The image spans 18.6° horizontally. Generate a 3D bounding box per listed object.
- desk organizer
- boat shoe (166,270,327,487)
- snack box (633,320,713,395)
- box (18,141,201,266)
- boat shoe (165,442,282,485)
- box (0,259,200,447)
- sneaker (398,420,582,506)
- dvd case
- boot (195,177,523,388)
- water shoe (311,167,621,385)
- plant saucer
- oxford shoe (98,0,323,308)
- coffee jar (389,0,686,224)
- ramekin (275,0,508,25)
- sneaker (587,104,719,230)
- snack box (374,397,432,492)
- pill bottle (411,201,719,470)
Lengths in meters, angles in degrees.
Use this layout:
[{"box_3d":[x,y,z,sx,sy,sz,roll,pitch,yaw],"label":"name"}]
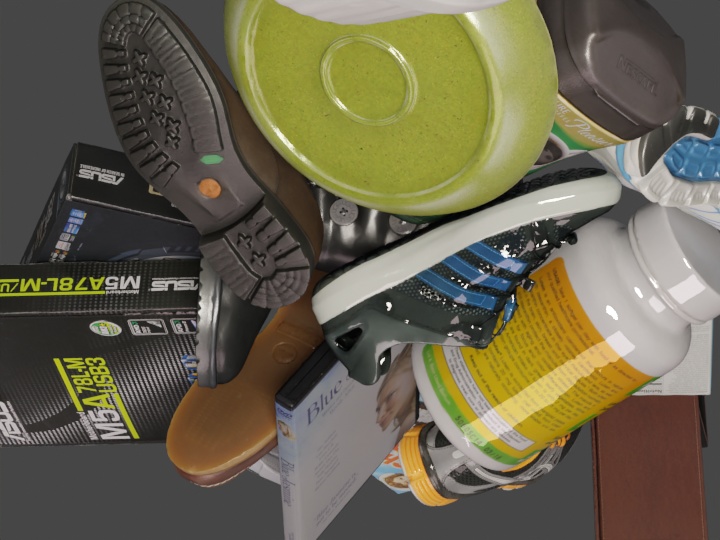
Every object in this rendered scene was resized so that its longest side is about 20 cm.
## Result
[{"box_3d":[0.206,0.141,1.549,0.077,0.200,0.072,-7,149,13],"label":"desk organizer"},{"box_3d":[-0.050,0.072,1.461,0.070,0.200,0.070,32,156,25],"label":"boat shoe"},{"box_3d":[0.140,0.034,1.501,0.200,0.037,0.116,0,133,6],"label":"snack box"},{"box_3d":[-0.141,-0.004,1.483,0.160,0.044,0.200,13,149,-16],"label":"box"},{"box_3d":[-0.105,0.111,1.672,0.200,0.072,0.071,31,150,-24],"label":"boat shoe"},{"box_3d":[-0.178,0.060,1.507,0.193,0.048,0.200,-3,149,5],"label":"box"},{"box_3d":[0.113,0.117,1.572,0.077,0.078,0.200,-28,177,37],"label":"sneaker"},{"box_3d":[-0.005,0.092,1.469,0.018,0.143,0.200,31,151,21],"label":"dvd case"},{"box_3d":[0.000,-0.001,1.368,0.200,0.165,0.066,5,179,-4],"label":"boot"},{"box_3d":[0.071,0.004,1.295,0.200,0.079,0.072,-23,-175,18],"label":"water shoe"},{"box_3d":[0.009,-0.109,1.195,0.200,0.031,0.200,14,128,19],"label":"plant saucer"},{"box_3d":[-0.087,-0.078,1.289,0.073,0.084,0.200,-20,111,26],"label":"oxford shoe"},{"box_3d":[0.082,-0.100,1.251,0.200,0.085,0.104,-21,144,37],"label":"coffee jar"},{"box_3d":[0.003,-0.202,0.980,0.202,0.202,0.094,24,156,-32],"label":"ramekin"},{"box_3d":[0.202,-0.067,1.333,0.087,0.075,0.200,26,-178,44],"label":"sneaker"},{"box_3d":[0.027,0.104,1.646,0.116,0.037,0.200,-17,145,27],"label":"snack box"},{"box_3d":[0.140,0.035,1.403,0.200,0.111,0.111,-35,135,27],"label":"pill bottle"}]
